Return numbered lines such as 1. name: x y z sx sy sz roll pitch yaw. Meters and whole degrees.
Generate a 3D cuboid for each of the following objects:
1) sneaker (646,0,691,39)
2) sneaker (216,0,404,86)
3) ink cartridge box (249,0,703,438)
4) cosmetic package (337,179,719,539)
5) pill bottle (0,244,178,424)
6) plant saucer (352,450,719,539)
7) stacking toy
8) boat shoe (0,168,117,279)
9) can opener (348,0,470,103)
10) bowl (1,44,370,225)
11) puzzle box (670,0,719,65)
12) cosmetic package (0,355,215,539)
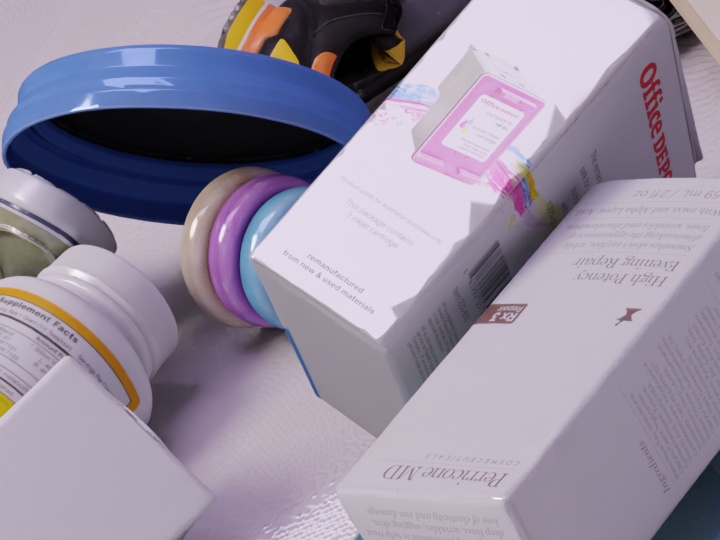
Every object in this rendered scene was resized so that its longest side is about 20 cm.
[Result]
1. sneaker: 0.150 -0.152 1.574 0.200 0.081 0.075 -42 30 -23
2. sneaker: -0.006 -0.148 1.664 0.090 0.070 0.200 28 51 10
3. ink cartridge box: 0.057 -0.026 1.324 0.085 0.145 0.200 35 74 26
4. cosmetic package: 0.093 0.051 1.210 0.102 0.074 0.200 -1 38 47
5. pill bottle: -0.180 0.079 1.479 0.109 0.109 0.200 0 39 46
6. plant saucer: 0.075 0.122 1.231 0.200 0.027 0.200 -24 26 13
7. stacking toy: 0.000 0.000 1.472 0.200 0.085 0.085 12 48 48
8. boat shoe: -0.177 0.000 1.607 0.062 0.072 0.200 -59 -3 -16
9. can opener: -0.009 -0.133 1.710 0.200 0.067 0.053 -35 -15 -8
10. bowl: -0.089 -0.071 1.561 0.201 0.201 0.039 -10 69 36
11. puzzle box: 0.244 -0.189 1.519 0.200 0.025 0.133 -25 48 -6
12. cosmetic package: -0.172 0.145 1.348 0.200 0.102 0.074 -43 -4 -27
